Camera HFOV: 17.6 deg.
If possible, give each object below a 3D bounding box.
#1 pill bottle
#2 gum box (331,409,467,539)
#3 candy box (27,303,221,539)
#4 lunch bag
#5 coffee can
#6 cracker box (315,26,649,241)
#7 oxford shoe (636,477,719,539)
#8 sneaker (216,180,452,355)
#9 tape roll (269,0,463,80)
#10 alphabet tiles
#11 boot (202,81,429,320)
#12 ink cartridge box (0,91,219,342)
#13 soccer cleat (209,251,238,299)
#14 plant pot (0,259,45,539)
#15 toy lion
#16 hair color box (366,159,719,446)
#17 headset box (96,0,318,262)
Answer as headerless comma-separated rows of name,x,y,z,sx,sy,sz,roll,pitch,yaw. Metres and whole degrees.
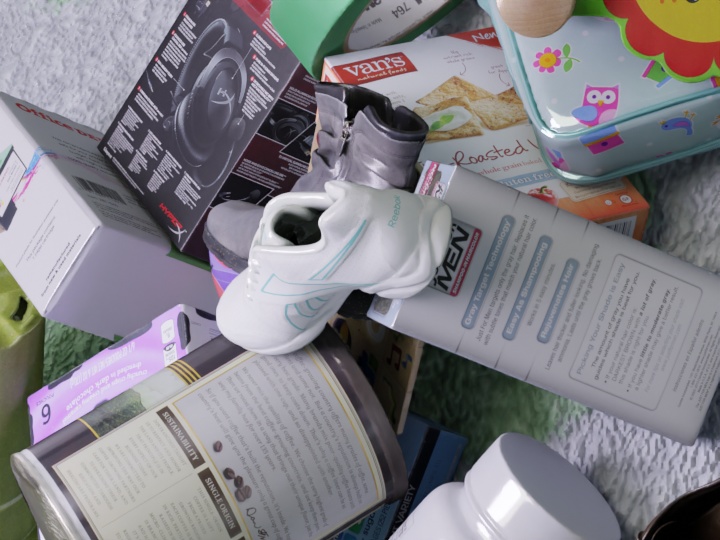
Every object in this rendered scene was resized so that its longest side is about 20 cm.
pill bottle,0.058,0.201,1.393,0.200,0.113,0.114,-50,47,19
gum box,-0.036,0.155,1.554,0.199,0.044,0.171,22,91,46
candy box,-0.143,0.151,1.577,0.167,0.071,0.201,-30,55,34
lunch bag,0.157,-0.157,1.419,0.159,0.077,0.201,-19,58,10
coffee can,-0.092,0.125,1.416,0.199,0.147,0.146,-30,44,-16
cracker box,0.073,-0.068,1.459,0.200,0.133,0.058,55,148,41
oxford shoe,0.172,0.172,1.314,0.200,0.084,0.073,-48,49,23
sneaker,-0.033,-0.010,1.315,0.200,0.080,0.071,-29,46,50
tape roll,0.033,-0.205,1.510,0.200,0.200,0.048,-44,79,24
alphabet tiles,0.000,0.000,1.459,0.167,0.006,0.201,52,139,45
boot,-0.023,-0.055,1.427,0.199,0.069,0.133,19,110,47
ink cartridge box,-0.202,-0.034,1.715,0.084,0.144,0.200,-55,45,13
soccer cleat,-0.034,0.010,1.573,0.068,0.074,0.199,-38,30,-30
plant pot,-0.305,0.089,1.690,0.200,0.199,0.191,55,137,41
toy lion,0.174,-0.207,1.308,0.190,0.069,0.202,1,103,12
hair color box,0.115,0.019,1.340,0.100,0.199,0.061,-68,16,1
headset box,-0.086,-0.123,1.684,0.201,0.077,0.149,-56,46,13
